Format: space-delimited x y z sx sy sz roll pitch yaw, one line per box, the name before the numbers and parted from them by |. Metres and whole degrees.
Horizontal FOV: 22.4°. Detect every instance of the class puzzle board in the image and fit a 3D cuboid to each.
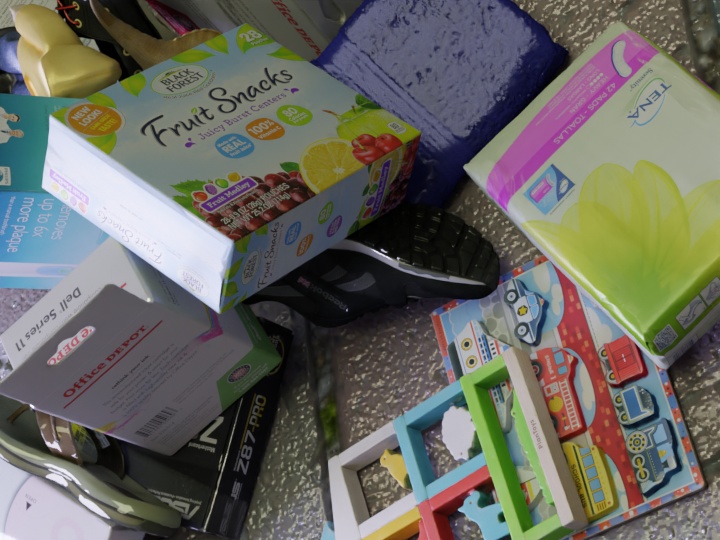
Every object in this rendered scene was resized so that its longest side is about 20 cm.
puzzle board | 0.133 0.082 1.218 0.150 0.017 0.201 -27 58 21

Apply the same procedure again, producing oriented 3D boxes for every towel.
towel | 0.038 -0.128 1.332 0.148 0.050 0.200 43 96 13

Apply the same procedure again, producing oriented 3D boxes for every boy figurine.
boy figurine | -0.238 -0.141 1.394 0.064 0.125 0.200 -21 20 -24

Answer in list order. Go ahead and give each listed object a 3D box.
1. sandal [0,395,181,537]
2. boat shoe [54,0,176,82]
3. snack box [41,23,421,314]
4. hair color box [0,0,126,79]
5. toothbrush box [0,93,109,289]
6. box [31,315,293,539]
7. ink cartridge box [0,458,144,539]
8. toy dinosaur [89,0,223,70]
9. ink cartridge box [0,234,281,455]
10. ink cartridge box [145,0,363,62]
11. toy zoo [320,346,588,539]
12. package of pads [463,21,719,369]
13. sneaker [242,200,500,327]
sandal | -0.202 0.128 1.319 0.200 0.080 0.058 26 96 26
boat shoe | -0.200 -0.203 1.394 0.063 0.202 0.074 -41 45 -6
snack box | -0.086 -0.075 1.230 0.168 0.200 0.068 34 131 24
hair color box | -0.262 -0.183 1.548 0.200 0.061 0.099 38 94 37
toothbrush box | -0.196 -0.053 1.342 0.147 0.198 0.086 126 140 -54
box | -0.158 0.103 1.374 0.199 0.049 0.162 10 80 34
ink cartridge box | -0.257 0.245 1.350 0.162 0.057 0.201 25 93 33
toy dinosaur | -0.141 -0.144 1.403 0.102 0.199 0.058 -60 24 12
ink cartridge box | -0.160 0.049 1.241 0.117 0.200 0.068 -40 58 13
ink cartridge box | -0.088 -0.235 1.403 0.199 0.145 0.084 17 73 35
toy zoo | 0.049 0.156 1.226 0.199 0.020 0.132 -35 56 26
package of pads | 0.188 -0.054 1.196 0.154 0.068 0.200 -43 56 1
sneaker | 0.000 0.000 1.288 0.198 0.088 0.076 12 36 10
